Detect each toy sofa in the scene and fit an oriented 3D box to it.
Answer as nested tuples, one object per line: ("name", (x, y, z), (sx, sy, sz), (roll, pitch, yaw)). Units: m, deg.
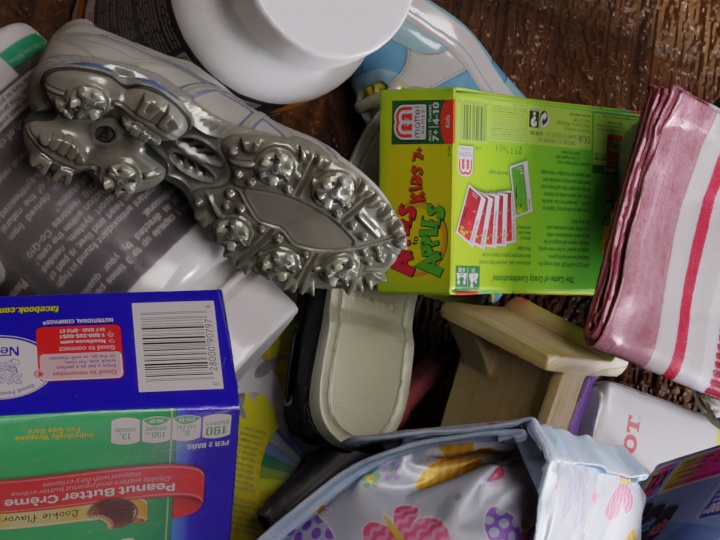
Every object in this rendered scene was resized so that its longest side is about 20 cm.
("toy sofa", (0.075, 0.121, 1.371), (0.097, 0.083, 0.201), (7, 105, -44))

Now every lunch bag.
("lunch bag", (0.034, 0.142, 1.227), (0.200, 0.169, 0.127), (-41, 71, 12))

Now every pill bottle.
("pill bottle", (-0.133, -0.016, 1.277), (0.200, 0.113, 0.113), (43, 63, 2))
("pill bottle", (-0.060, -0.133, 1.314), (0.116, 0.200, 0.117), (4, 81, -28))

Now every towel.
("towel", (0.214, 0.002, 1.368), (0.199, 0.023, 0.145), (21, 78, -29))

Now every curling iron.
("curling iron", (0.013, 0.072, 1.375), (0.026, 0.050, 0.200), (45, 59, 11))

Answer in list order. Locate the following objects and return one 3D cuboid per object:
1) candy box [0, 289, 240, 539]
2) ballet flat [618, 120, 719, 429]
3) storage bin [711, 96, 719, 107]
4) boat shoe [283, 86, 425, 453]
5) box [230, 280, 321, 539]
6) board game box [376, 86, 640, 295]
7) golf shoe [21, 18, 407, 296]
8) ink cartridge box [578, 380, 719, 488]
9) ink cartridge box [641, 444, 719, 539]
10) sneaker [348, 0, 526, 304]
("candy box", (-0.146, 0.101, 1.203), (0.168, 0.201, 0.077), (-2, 50, -8))
("ballet flat", (0.191, 0.007, 1.402), (0.064, 0.067, 0.201), (-88, 158, -55))
("storage bin", (0.245, -0.003, 1.513), (0.200, 0.145, 0.135), (37, 32, -19))
("boat shoe", (0.002, 0.001, 1.355), (0.074, 0.066, 0.201), (18, 71, -27))
("box", (-0.072, 0.076, 1.365), (0.117, 0.048, 0.201), (18, 72, -27))
("board game box", (0.085, -0.038, 1.360), (0.199, 0.047, 0.102), (1, 90, -54))
("golf shoe", (-0.064, -0.063, 1.236), (0.199, 0.078, 0.098), (28, 30, -22))
("ink cartridge box", (0.182, 0.160, 1.474), (0.199, 0.083, 0.146), (21, 73, -26))
("ink cartridge box", (0.159, 0.181, 1.321), (0.076, 0.136, 0.200), (45, 59, -10))
("sneaker", (0.028, -0.061, 1.424), (0.200, 0.079, 0.131), (42, 64, -17))
